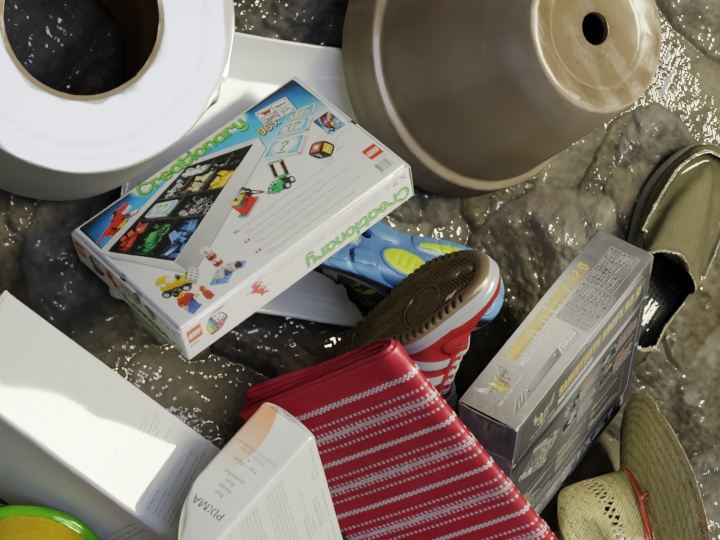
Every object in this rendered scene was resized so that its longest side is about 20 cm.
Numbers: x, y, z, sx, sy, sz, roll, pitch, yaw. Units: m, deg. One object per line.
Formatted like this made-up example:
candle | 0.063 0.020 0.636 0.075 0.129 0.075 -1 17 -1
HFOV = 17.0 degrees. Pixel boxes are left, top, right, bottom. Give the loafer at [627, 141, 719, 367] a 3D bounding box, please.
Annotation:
loafer | 0.238 -0.008 1.826 0.075 0.070 0.201 32 75 -19

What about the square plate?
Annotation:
square plate | -0.078 -0.068 1.711 0.199 0.028 0.199 7 83 -24

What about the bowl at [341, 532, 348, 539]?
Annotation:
bowl | -0.005 0.190 1.722 0.200 0.039 0.202 2 86 -24

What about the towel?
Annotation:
towel | 0.025 0.136 1.635 0.200 0.144 0.023 51 39 -22

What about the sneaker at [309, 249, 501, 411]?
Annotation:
sneaker | 0.052 0.070 1.646 0.112 0.200 0.071 35 37 -21

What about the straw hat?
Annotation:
straw hat | 0.182 0.192 1.737 0.085 0.201 0.202 -9 91 -11

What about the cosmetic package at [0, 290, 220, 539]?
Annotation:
cosmetic package | -0.197 0.112 1.595 0.200 0.113 0.081 41 56 -18

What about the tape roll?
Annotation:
tape roll | -0.192 -0.154 1.588 0.202 0.139 0.204 2 83 -14

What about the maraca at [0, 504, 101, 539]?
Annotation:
maraca | -0.229 0.249 1.586 0.136 0.107 0.201 8 103 -11

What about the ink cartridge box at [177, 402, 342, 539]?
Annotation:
ink cartridge box | -0.098 0.204 1.579 0.050 0.162 0.200 35 68 27

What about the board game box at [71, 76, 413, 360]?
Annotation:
board game box | -0.079 -0.039 1.631 0.200 0.126 0.035 -36 143 -19

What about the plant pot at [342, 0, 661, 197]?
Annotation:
plant pot | 0.114 -0.160 1.708 0.199 0.173 0.201 4 83 -34

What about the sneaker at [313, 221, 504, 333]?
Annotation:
sneaker | 0.000 0.000 1.686 0.199 0.083 0.071 23 48 -8

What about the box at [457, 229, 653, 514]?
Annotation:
box | 0.132 0.092 1.703 0.048 0.159 0.200 26 51 21
